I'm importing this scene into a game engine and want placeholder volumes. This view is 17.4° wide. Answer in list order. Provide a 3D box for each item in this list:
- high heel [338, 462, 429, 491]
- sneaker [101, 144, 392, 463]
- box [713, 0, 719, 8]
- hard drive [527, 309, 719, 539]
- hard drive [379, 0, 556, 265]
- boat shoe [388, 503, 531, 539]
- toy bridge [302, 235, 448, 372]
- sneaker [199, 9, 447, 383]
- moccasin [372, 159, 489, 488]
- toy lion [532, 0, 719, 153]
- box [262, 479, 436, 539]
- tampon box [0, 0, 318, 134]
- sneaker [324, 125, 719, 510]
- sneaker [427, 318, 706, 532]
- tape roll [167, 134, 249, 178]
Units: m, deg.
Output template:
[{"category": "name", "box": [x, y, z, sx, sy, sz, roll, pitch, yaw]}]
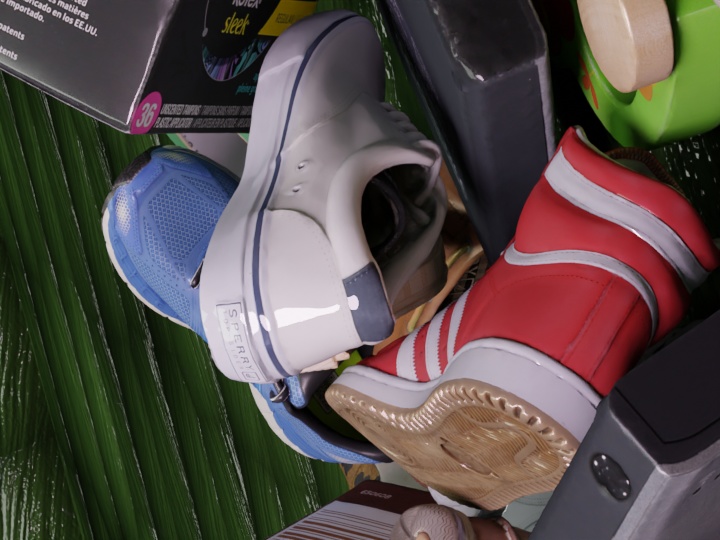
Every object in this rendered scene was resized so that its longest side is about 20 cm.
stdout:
[{"category": "high heel", "box": [0.032, 0.129, 1.245, 0.143, 0.071, 0.201, 77, 169, -77]}, {"category": "sneaker", "box": [-0.039, 0.018, 1.110, 0.200, 0.079, 0.089, 47, 165, -24]}, {"category": "box", "box": [0.124, -0.108, 0.615, 0.082, 0.068, 0.200, 88, 159, -44]}, {"category": "hard drive", "box": [0.101, 0.063, 0.697, 0.033, 0.139, 0.200, 48, 151, 18]}, {"category": "hard drive", "box": [0.034, -0.090, 0.869, 0.200, 0.033, 0.140, 70, 178, -69]}, {"category": "boat shoe", "box": [0.033, 0.170, 0.878, 0.076, 0.071, 0.200, -101, 21, -45]}, {"category": "toy bridge", "box": [0.000, 0.000, 0.934, 0.200, 0.067, 0.027, -72, -27, -74]}, {"category": "sneaker", "box": [-0.002, -0.029, 0.845, 0.200, 0.070, 0.073, -78, -23, -51]}, {"category": "moccasin", "box": [0.051, 0.035, 1.042, 0.202, 0.073, 0.078, 105, 157, -46]}, {"category": "toy lion", "box": [0.073, -0.129, 0.812, 0.192, 0.068, 0.201, 95, 155, -70]}, {"category": "box", "box": [0.020, 0.226, 1.068, 0.164, 0.166, 0.201, 7, 116, 46]}, {"category": "tampon box", "box": [-0.072, -0.167, 0.891, 0.201, 0.126, 0.150, -66, -15, 11]}, {"category": "sneaker", "box": [0.057, 0.017, 0.810, 0.071, 0.113, 0.200, 36, 165, -11]}, {"category": "sneaker", "box": [0.109, 0.092, 0.882, 0.115, 0.075, 0.200, 58, 149, -1]}, {"category": "tape roll", "box": [-0.040, -0.062, 1.135, 0.200, 0.048, 0.200, 44, 171, 9]}]
